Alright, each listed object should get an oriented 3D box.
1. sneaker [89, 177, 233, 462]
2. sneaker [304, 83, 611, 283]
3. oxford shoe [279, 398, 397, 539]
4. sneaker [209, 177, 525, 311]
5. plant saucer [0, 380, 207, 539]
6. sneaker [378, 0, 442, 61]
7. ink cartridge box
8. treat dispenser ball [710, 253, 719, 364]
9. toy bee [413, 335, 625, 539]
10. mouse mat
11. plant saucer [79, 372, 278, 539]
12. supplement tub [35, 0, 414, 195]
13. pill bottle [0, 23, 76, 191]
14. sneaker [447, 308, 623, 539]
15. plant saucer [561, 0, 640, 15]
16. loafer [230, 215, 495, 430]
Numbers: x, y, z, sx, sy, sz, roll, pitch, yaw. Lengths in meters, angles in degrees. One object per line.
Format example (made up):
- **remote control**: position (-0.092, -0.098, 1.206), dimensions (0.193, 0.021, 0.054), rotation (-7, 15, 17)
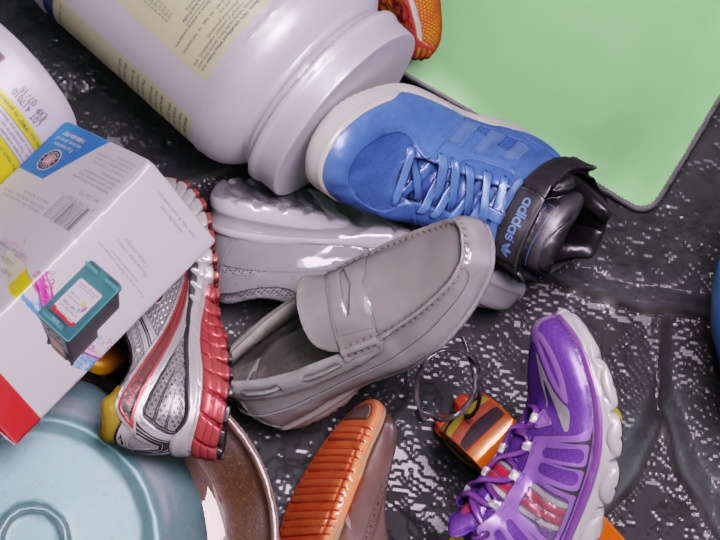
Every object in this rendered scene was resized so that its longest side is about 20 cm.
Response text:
- **sneaker**: position (-0.122, 0.021, 1.425), dimensions (0.082, 0.078, 0.201), rotation (0, 44, -11)
- **sneaker**: position (0.066, -0.046, 1.438), dimensions (0.111, 0.199, 0.077), rotation (37, 108, 38)
- **oxford shoe**: position (-0.008, 0.176, 1.451), dimensions (0.073, 0.071, 0.201), rotation (21, 80, -21)
- **sneaker**: position (0.000, 0.000, 1.496), dimensions (0.199, 0.075, 0.082), rotation (11, 110, -10)
- **plant saucer**: position (-0.183, 0.153, 1.389), dimensions (0.199, 0.036, 0.201), rotation (2, 76, -7)
- **sneaker**: position (0.029, -0.225, 1.492), dimensions (0.077, 0.073, 0.201), rotation (-6, 81, -19)
- **ink cartridge box**: position (-0.191, 0.018, 1.378), dimensions (0.200, 0.116, 0.067), rotation (-46, 122, -12)
- **treat dispenser ball**: position (0.304, 0.023, 1.452), dimensions (0.200, 0.201, 0.202), rotation (2, 77, -7)
- **toy bee**: position (0.093, 0.109, 1.464), dimensions (0.130, 0.109, 0.201), rotation (-23, 108, -14)
- **mouse mat**: position (0.135, -0.148, 1.527), dimensions (0.199, 0.008, 0.161), rotation (29, 99, -8)
- **plant saucer**: position (-0.148, 0.155, 1.436), dimensions (0.199, 0.037, 0.202), rotation (2, 77, -8)
- **supplement tub**: position (-0.081, -0.154, 1.458), dimensions (0.200, 0.145, 0.145), rotation (42, 75, 11)
- **pill bottle**: position (-0.267, -0.052, 1.438), dimensions (0.109, 0.109, 0.200), rotation (45, 75, 4)
- **sneaker**: position (0.092, 0.120, 1.368), dimensions (0.083, 0.081, 0.201), rotation (6, 100, -15)
- **plant saucer**: position (0.091, -0.267, 1.569), dimensions (0.199, 0.048, 0.201), rotation (13, 76, -5)
- **loafer**: position (-0.005, 0.028, 1.418), dimensions (0.070, 0.200, 0.070), rotation (24, 42, -37)
